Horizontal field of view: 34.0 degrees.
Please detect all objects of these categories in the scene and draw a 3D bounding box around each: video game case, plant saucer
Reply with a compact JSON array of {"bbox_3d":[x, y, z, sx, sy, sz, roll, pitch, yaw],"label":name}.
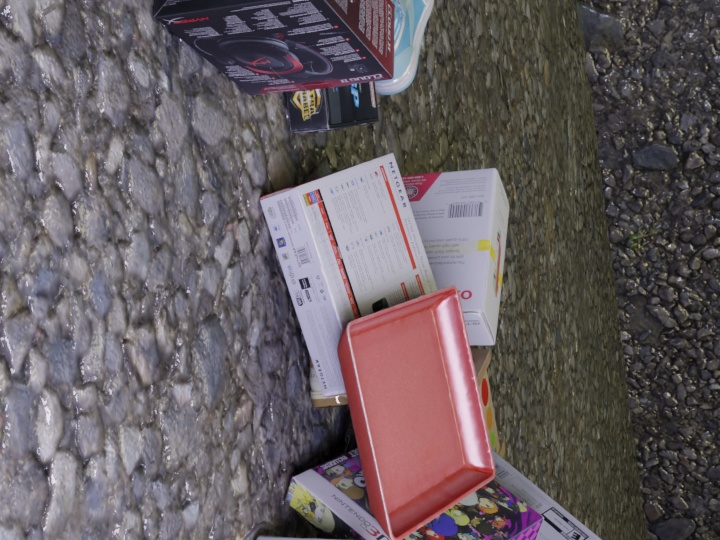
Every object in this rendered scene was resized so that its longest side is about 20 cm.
[{"bbox_3d":[0.119,0.262,1.210,0.180,0.199,0.022,-20,133,-37],"label":"video game case"},{"bbox_3d":[0.050,0.131,1.128,0.199,0.036,0.203,-16,96,-54],"label":"plant saucer"},{"bbox_3d":[0.055,0.234,1.151,0.199,0.180,0.036,-15,130,-48],"label":"video game case"}]

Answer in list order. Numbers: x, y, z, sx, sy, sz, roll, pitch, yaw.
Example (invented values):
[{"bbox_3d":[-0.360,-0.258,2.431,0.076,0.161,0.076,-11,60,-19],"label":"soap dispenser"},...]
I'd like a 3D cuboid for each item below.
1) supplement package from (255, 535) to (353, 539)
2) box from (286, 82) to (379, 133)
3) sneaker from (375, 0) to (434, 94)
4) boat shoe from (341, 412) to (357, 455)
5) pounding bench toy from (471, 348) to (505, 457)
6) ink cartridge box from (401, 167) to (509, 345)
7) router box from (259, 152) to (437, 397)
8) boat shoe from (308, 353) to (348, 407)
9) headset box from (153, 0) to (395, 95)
[{"bbox_3d":[-0.033,0.350,1.052,0.118,0.116,0.202,-66,146,-48],"label":"supplement package"},{"bbox_3d":[-0.036,-0.249,1.231,0.159,0.045,0.203,-24,110,-68],"label":"box"},{"bbox_3d":[0.032,-0.324,1.383,0.131,0.078,0.203,52,38,-59],"label":"sneaker"},{"bbox_3d":[0.015,0.177,1.283,0.201,0.064,0.074,-57,136,-30],"label":"boat shoe"},{"bbox_3d":[0.082,0.193,1.377,0.200,0.122,0.158,-53,135,-60],"label":"pounding bench toy"},{"bbox_3d":[0.096,-0.014,1.420,0.084,0.143,0.203,61,33,-53],"label":"ink cartridge box"},{"bbox_3d":[0.000,0.000,1.172,0.179,0.048,0.203,-24,98,-53],"label":"router box"},{"bbox_3d":[0.002,0.083,1.245,0.200,0.073,0.067,-35,115,-66],"label":"boat shoe"},{"bbox_3d":[-0.063,-0.217,1.006,0.200,0.146,0.076,31,58,-65],"label":"headset box"}]
